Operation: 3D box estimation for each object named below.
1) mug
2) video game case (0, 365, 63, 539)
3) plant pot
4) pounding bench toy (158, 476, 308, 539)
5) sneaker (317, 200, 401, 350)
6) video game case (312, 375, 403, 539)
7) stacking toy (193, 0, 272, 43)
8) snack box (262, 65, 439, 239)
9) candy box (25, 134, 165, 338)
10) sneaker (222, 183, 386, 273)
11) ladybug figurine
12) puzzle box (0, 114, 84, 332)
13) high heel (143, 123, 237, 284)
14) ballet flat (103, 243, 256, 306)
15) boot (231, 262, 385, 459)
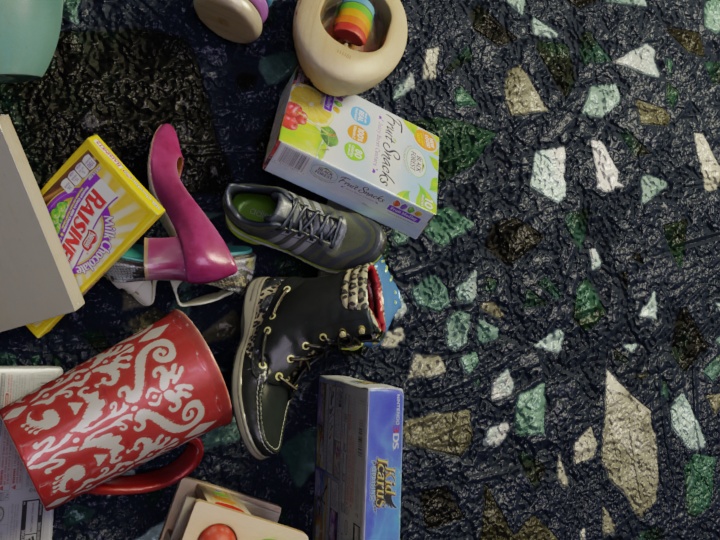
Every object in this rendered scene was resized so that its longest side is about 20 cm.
[{"bbox_3d":[-0.239,0.163,0.833,0.198,0.133,0.180,-26,101,-27],"label":"mug"},{"bbox_3d":[-0.389,0.197,0.809,0.180,0.023,0.204,7,85,-47],"label":"video game case"},{"bbox_3d":[-0.383,-0.266,0.792,0.197,0.200,0.164,-6,99,-19],"label":"plant pot"},{"bbox_3d":[-0.111,0.321,0.869,0.197,0.156,0.126,22,80,-17],"label":"pounding bench toy"},{"bbox_3d":[0.000,0.000,0.982,0.104,0.075,0.204,22,68,-46],"label":"sneaker"},{"bbox_3d":[-0.006,0.223,0.898,0.045,0.181,0.204,3,86,-20],"label":"video game case"},{"bbox_3d":[-0.117,-0.369,0.951,0.084,0.085,0.203,27,72,-16],"label":"stacking toy"},{"bbox_3d":[-0.005,-0.138,0.951,0.197,0.053,0.144,24,46,-17],"label":"snack box"},{"bbox_3d":[-0.300,-0.031,0.836,0.200,0.026,0.102,-42,98,16],"label":"candy box"},{"bbox_3d":[-0.067,-0.049,0.904,0.196,0.081,0.075,13,80,10],"label":"sneaker"},{"bbox_3d":[-0.015,-0.275,0.956,0.134,0.072,0.202,25,53,-7],"label":"ladybug figurine"},{"bbox_3d":[-0.371,-0.039,0.814,0.131,0.025,0.203,-13,105,12],"label":"puzzle box"},{"bbox_3d":[-0.181,-0.076,0.882,0.094,0.068,0.203,-1,54,-9],"label":"high heel"},{"bbox_3d":[-0.213,0.006,0.900,0.197,0.072,0.074,2,86,-18],"label":"ballet flat"},{"bbox_3d":[-0.052,0.088,0.863,0.151,0.074,0.207,-11,58,19],"label":"boot"}]
